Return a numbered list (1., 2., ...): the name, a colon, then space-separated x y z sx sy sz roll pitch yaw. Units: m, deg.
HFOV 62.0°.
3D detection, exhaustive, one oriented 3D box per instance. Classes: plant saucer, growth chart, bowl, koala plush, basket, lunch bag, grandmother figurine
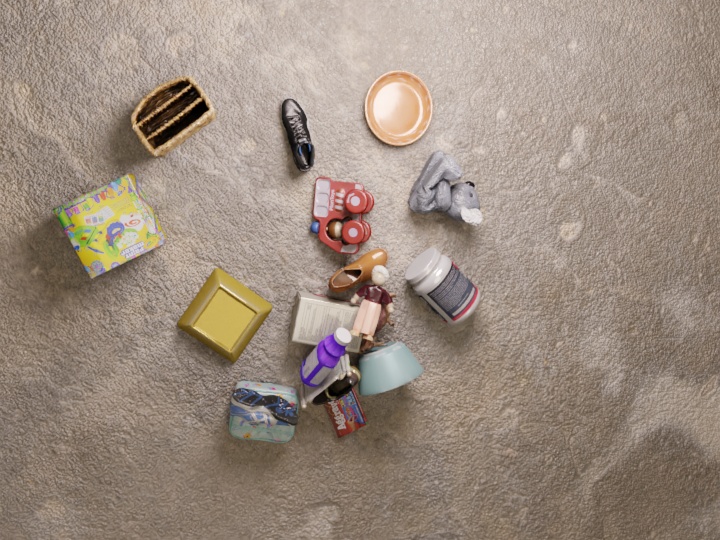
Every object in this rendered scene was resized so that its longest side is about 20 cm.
1. plant saucer: -0.375 0.131 1.666 0.199 0.048 0.201 36 90 -15
2. growth chart: -0.101 0.300 1.682 0.199 0.145 0.018 -39 112 17
3. bowl: 0.073 0.270 1.715 0.198 0.201 0.107 -19 90 -8
4. koala plush: 0.255 -0.206 1.693 0.198 0.178 0.185 31 103 -15
5. basket: -0.478 -0.398 1.511 0.199 0.149 0.144 -36 104 -3
6. plant saucer: 0.105 -0.454 1.682 0.196 0.037 0.204 -2 99 -11
7. lunch bag: -0.272 0.409 1.714 0.196 0.077 0.164 10 96 -12
8. grandmother figurine: 0.035 0.086 1.632 0.119 0.061 0.204 16 85 -7

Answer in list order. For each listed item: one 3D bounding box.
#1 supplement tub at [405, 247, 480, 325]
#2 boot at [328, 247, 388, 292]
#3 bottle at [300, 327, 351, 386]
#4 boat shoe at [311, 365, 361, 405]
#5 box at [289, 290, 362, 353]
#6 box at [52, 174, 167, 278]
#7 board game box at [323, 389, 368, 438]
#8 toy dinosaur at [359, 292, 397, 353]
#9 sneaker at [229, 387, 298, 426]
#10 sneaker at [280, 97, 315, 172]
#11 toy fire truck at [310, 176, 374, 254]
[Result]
1. supplement tub: 0.238 0.047 1.733 0.200 0.140 0.141 44 88 -15
2. boot: 0.000 0.000 1.663 0.199 0.155 0.074 -36 87 -4
3. bottle: -0.093 0.230 1.612 0.064 0.084 0.201 23 128 -21
4. boat shoe: -0.083 0.333 1.696 0.199 0.065 0.073 -38 95 33
5. box: -0.093 0.144 1.695 0.196 0.109 0.130 12 97 -13
6. box: -0.633 -0.116 1.536 0.197 0.122 0.195 -26 103 -7
7. board game box: -0.059 0.390 1.787 0.102 0.019 0.203 -23 103 -6
8. toy dinosaur: 0.050 0.140 1.698 0.084 0.136 0.203 13 124 11
9. sneaker: -0.266 0.387 1.645 0.197 0.076 0.078 24 116 -13
10. sneaker: -0.159 -0.365 1.601 0.072 0.112 0.204 -17 102 -9
11. toy fire truck: -0.055 -0.152 1.670 0.165 0.112 0.204 8 97 12
